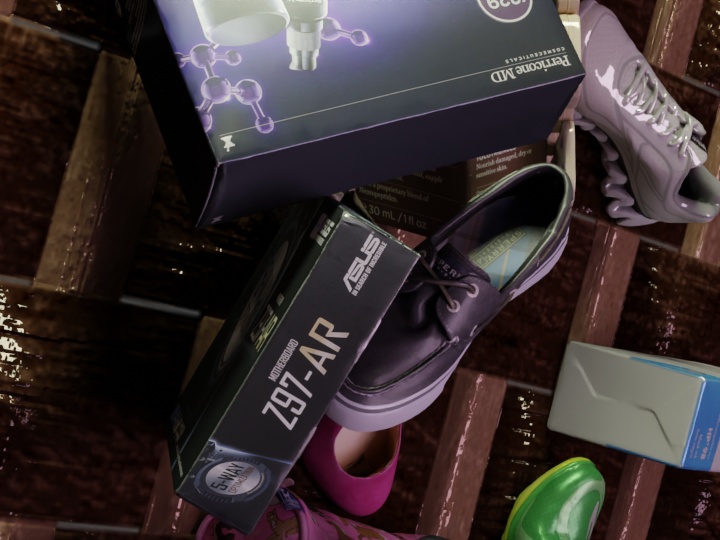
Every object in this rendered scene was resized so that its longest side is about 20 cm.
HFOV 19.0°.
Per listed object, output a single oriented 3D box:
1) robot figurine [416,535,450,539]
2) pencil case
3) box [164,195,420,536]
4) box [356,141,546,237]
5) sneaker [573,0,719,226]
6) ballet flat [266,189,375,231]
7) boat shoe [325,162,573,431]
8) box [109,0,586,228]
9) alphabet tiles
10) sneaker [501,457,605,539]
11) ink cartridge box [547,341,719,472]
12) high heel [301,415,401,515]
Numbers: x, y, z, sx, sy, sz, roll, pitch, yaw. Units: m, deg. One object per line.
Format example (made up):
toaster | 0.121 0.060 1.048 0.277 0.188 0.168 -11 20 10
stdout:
robot figurine | 0.014 0.231 1.189 0.200 0.150 0.125 22 48 -45
pencil case | -0.011 0.184 1.292 0.200 0.083 0.087 28 80 -50
box | -0.041 0.040 1.110 0.044 0.200 0.160 31 92 -9
box | 0.052 -0.121 1.253 0.075 0.100 0.200 -17 114 -41
sneaker | 0.189 -0.104 1.446 0.075 0.081 0.200 -54 135 -22
ballet flat | 0.000 0.000 1.275 0.067 0.046 0.200 -53 136 -25
boat shoe | 0.051 0.007 1.160 0.200 0.070 0.066 -37 159 -32
box | -0.008 -0.119 1.089 0.200 0.079 0.141 -16 73 -19
alphabet tiles | 0.116 -0.118 1.296 0.200 0.015 0.196 90 1 -73
sneaker | 0.129 0.226 1.472 0.074 0.084 0.200 40 70 -48
ink cartridge box | 0.240 0.102 1.542 0.200 0.116 0.067 11 93 -51
high heel | 0.015 0.089 1.263 0.067 0.096 0.200 -30 136 -30
